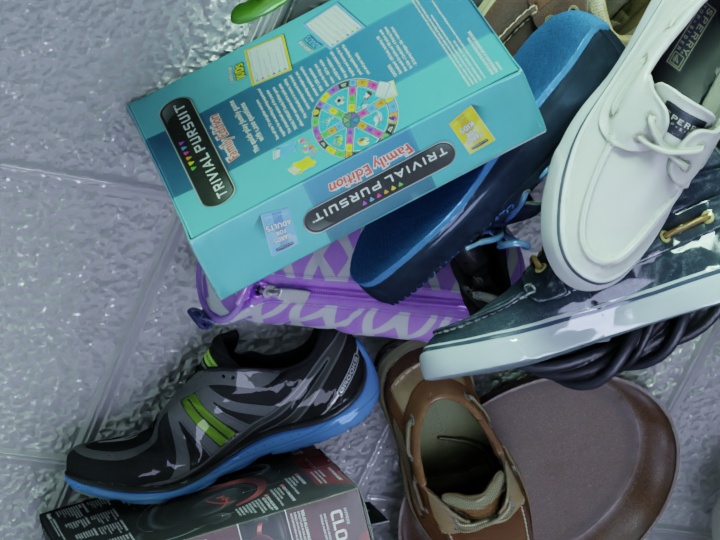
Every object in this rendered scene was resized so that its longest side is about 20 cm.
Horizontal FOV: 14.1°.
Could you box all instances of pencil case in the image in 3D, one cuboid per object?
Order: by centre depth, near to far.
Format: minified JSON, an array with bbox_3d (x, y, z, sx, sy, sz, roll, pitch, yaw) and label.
[{"bbox_3d":[0.000,0.000,1.720,0.199,0.085,0.085,4,107,-28],"label":"pencil case"}]

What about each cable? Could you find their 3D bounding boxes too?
[{"bbox_3d":[0.150,-0.024,1.684,0.199,0.051,0.164,-24,94,0],"label":"cable"}]

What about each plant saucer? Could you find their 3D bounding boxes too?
[{"bbox_3d":[0.114,0.139,1.913,0.199,0.032,0.201,-11,129,-14],"label":"plant saucer"}]

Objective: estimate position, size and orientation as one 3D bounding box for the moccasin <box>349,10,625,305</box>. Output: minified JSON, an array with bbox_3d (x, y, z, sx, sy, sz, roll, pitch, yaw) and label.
[{"bbox_3d":[0.081,-0.051,1.618,0.200,0.081,0.068,-45,123,7],"label":"moccasin"}]

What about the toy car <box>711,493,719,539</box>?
[{"bbox_3d":[0.281,0.195,1.975,0.183,0.177,0.202,-1,99,-6],"label":"toy car"}]

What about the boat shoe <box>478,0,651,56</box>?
[{"bbox_3d":[0.131,-0.149,1.661,0.200,0.072,0.072,-41,118,12],"label":"boat shoe"}]

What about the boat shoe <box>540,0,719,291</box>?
[{"bbox_3d":[0.165,-0.081,1.570,0.072,0.066,0.201,35,78,-15],"label":"boat shoe"}]

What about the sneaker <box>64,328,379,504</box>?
[{"bbox_3d":[-0.089,0.082,1.767,0.198,0.071,0.083,-22,105,0],"label":"sneaker"}]

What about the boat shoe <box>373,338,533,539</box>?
[{"bbox_3d":[0.062,0.129,1.812,0.075,0.074,0.201,-26,127,1],"label":"boat shoe"}]

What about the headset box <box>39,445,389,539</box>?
[{"bbox_3d":[-0.083,0.169,1.764,0.199,0.149,0.076,-16,102,-12],"label":"headset box"}]

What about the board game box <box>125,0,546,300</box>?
[{"bbox_3d":[-0.016,-0.084,1.602,0.199,0.151,0.047,-27,127,-1],"label":"board game box"}]

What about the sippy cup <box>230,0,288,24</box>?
[{"bbox_3d":[-0.102,-0.215,1.489,0.130,0.179,0.139,-32,161,17],"label":"sippy cup"}]

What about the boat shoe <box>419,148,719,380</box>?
[{"bbox_3d":[0.120,-0.003,1.640,0.199,0.092,0.071,-17,176,3],"label":"boat shoe"}]
